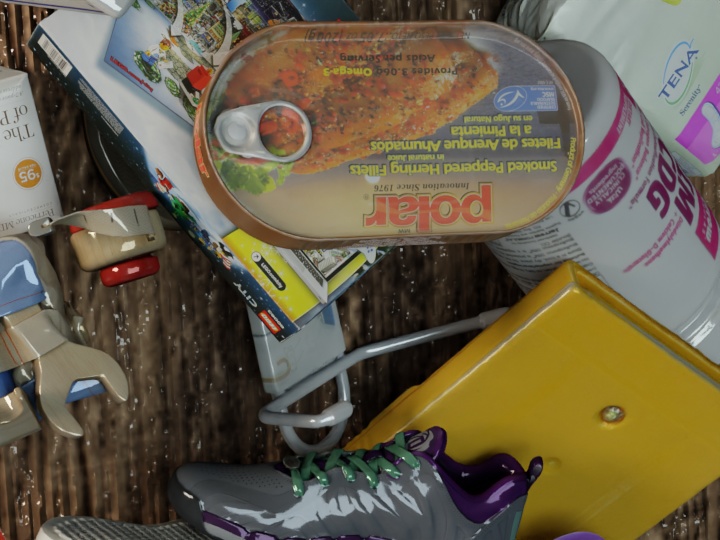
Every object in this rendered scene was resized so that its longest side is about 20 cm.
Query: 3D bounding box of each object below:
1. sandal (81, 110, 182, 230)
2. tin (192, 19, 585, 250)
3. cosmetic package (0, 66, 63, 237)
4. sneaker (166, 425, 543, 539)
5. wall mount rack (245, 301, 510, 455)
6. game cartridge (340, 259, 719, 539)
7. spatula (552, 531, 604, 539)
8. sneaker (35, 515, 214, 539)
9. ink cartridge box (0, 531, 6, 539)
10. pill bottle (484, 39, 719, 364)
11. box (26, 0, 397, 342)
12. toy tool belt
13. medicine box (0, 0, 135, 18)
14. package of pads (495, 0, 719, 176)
[{"bbox_3d":[-0.100,-0.119,1.211,0.082,0.055,0.200,1,98,-25],"label":"sandal"},{"bbox_3d":[0.014,-0.066,1.148,0.200,0.042,0.112,-2,74,-19],"label":"tin"},{"bbox_3d":[-0.256,-0.037,1.155,0.200,0.051,0.083,-19,107,-21],"label":"cosmetic package"},{"bbox_3d":[-0.002,0.112,1.245,0.200,0.074,0.088,13,111,-20],"label":"sneaker"},{"bbox_3d":[0.000,0.000,1.273,0.174,0.075,0.200,-30,114,-48],"label":"wall mount rack"},{"bbox_3d":[0.105,0.100,1.300,0.176,0.032,0.200,34,119,-31],"label":"game cartridge"},{"bbox_3d":[0.157,0.191,1.364,0.057,0.021,0.200,-36,148,18],"label":"spatula"},{"bbox_3d":[-0.109,0.174,1.203,0.200,0.078,0.079,16,93,-64],"label":"sneaker"},{"bbox_3d":[-0.224,0.210,1.155,0.163,0.057,0.200,-36,155,-15],"label":"ink cartridge box"},{"bbox_3d":[0.134,-0.026,1.292,0.113,0.113,0.200,-49,129,-10],"label":"pill bottle"},{"bbox_3d":[-0.052,-0.083,1.169,0.137,0.038,0.200,-41,93,-22],"label":"box"},{"bbox_3d":[-0.179,0.049,1.151,0.200,0.125,0.123,-19,90,-2],"label":"toy tool belt"},{"bbox_3d":[-0.190,-0.217,1.081,0.200,0.182,0.103,37,82,-26],"label":"medicine box"},{"bbox_3d":[0.187,-0.175,1.330,0.154,0.068,0.200,36,83,-26],"label":"package of pads"}]
